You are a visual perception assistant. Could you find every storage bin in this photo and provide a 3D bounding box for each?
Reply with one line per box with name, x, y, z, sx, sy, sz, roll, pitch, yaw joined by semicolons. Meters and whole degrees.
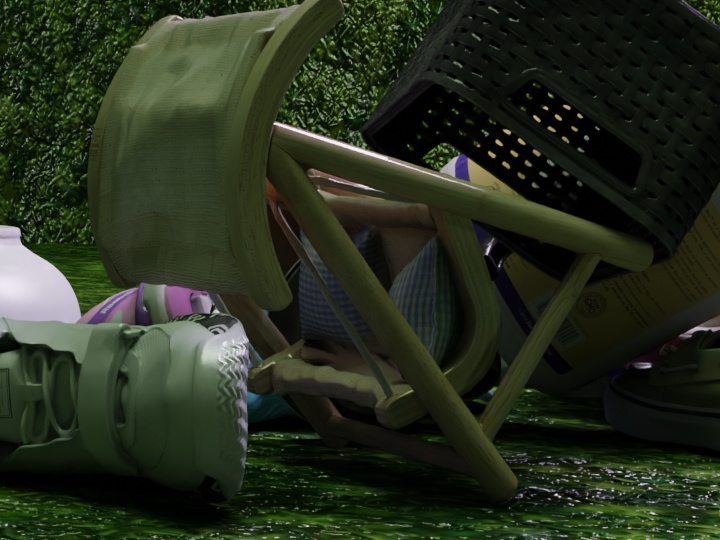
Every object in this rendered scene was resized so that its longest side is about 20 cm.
storage bin;0.091;-0.073;1.150;0.135;0.094;0.200;35;-10;-5

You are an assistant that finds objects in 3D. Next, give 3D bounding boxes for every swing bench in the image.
swing bench;-0.017;-0.014;1.102;0.200;0.130;0.199;36;-11;-20

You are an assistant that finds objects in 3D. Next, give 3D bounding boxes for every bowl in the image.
bowl;-0.263;0.016;1.568;0.200;0.091;0.201;3;2;0

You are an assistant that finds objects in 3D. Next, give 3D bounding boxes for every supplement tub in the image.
supplement tub;0.154;-0.037;1.340;0.199;0.146;0.145;-29;-7;16

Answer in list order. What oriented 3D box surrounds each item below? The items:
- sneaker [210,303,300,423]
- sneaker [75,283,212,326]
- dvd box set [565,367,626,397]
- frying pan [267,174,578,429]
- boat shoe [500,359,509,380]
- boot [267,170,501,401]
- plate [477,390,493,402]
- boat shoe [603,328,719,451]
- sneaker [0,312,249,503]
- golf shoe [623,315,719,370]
sneaker;-0.030;0.048;1.322;0.079;0.078;0.200;17;9;23
sneaker;-0.105;0.041;1.416;0.088;0.081;0.200;-22;-10;15
dvd box set;0.200;0.026;1.482;0.199;0.030;0.147;-3;-35;22
frying pan;0.043;0.024;1.260;0.189;0.116;0.031;-13;23;-13
boat shoe;0.119;0.046;1.669;0.199;0.072;0.069;-2;-30;-3
boot;0.000;0.000;1.316;0.199;0.074;0.076;33;21;-23
plate;-0.001;0.021;1.481;0.199;0.026;0.200;30;-5;3
boat shoe;0.193;0.062;1.311;0.072;0.062;0.200;2;1;-24
sneaker;-0.115;0.055;1.005;0.114;0.076;0.200;2;-3;-18
golf shoe;0.225;0.042;1.400;0.092;0.076;0.199;-44;33;-25
